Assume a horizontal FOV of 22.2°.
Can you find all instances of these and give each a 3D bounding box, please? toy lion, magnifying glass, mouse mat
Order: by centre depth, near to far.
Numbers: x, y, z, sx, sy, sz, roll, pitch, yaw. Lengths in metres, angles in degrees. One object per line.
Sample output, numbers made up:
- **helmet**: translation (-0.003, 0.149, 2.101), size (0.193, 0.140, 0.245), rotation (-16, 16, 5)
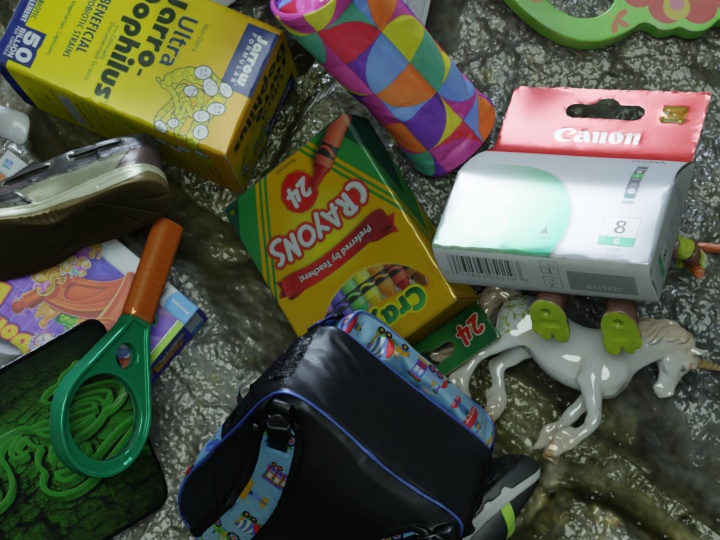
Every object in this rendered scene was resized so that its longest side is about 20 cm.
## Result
- **mouse mat**: translation (-0.241, 0.146, 1.325), size (0.199, 0.008, 0.162), rotation (-31, 112, -31)
- **magnifying glass**: translation (-0.173, 0.056, 1.352), size (0.022, 0.079, 0.201), rotation (-2, 64, 48)
- **toy lion**: translation (0.215, -0.251, 1.433), size (0.192, 0.069, 0.200), rotation (44, 85, 4)

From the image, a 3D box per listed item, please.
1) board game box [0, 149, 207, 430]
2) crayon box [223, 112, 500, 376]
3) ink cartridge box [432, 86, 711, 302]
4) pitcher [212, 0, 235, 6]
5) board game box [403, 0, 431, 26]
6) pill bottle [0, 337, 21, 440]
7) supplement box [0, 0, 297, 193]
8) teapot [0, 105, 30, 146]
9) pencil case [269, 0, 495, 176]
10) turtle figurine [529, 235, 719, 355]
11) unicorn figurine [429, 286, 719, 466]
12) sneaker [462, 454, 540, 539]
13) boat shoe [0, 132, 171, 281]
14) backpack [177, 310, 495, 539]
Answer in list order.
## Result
- **board game box**: translation (-0.237, 0.022, 1.414), size (0.200, 0.045, 0.135), rotation (38, 83, 11)
- **crayon box**: translation (0.000, 0.000, 1.373), size (0.127, 0.051, 0.201), rotation (-37, 74, 19)
- **ink cartridge box**: translation (0.156, -0.073, 1.326), size (0.160, 0.050, 0.201), rotation (5, 54, 23)
- **pitcher**: translation (-0.169, -0.311, 1.411), size (0.121, 0.171, 0.201), rotation (-32, 69, 15)
- **board game box**: translation (-0.021, -0.284, 1.402), size (0.199, 0.040, 0.154), rotation (22, 76, -34)
- **pill bottle**: translation (-0.320, 0.139, 1.345), size (0.111, 0.111, 0.201), rotation (22, 92, 9)
- **supplement box**: translation (-0.163, -0.156, 1.414), size (0.199, 0.110, 0.109), rotation (22, 81, 8)
- **teapot**: translation (-0.378, -0.172, 1.422), size (0.196, 0.146, 0.201), rotation (-10, 96, 35)
- **pencil case**: translation (0.018, -0.158, 1.366), size (0.088, 0.088, 0.200), rotation (-48, 123, -6)
- **turtle figurine**: translation (0.190, -0.014, 1.345), size (0.199, 0.065, 0.162), rotation (19, 47, 3)
- **unicorn figurine**: translation (0.158, 0.072, 1.357), size (0.199, 0.074, 0.138), rotation (33, 83, 10)
- **sneaker**: translation (0.073, 0.225, 1.347), size (0.083, 0.072, 0.200), rotation (43, 85, -13)
- **boat shoe**: translation (-0.235, -0.048, 1.376), size (0.199, 0.073, 0.065), rotation (-15, 51, 9)
- **backpack**: translation (-0.025, 0.150, 1.312), size (0.182, 0.200, 0.135), rotation (38, 43, -8)
